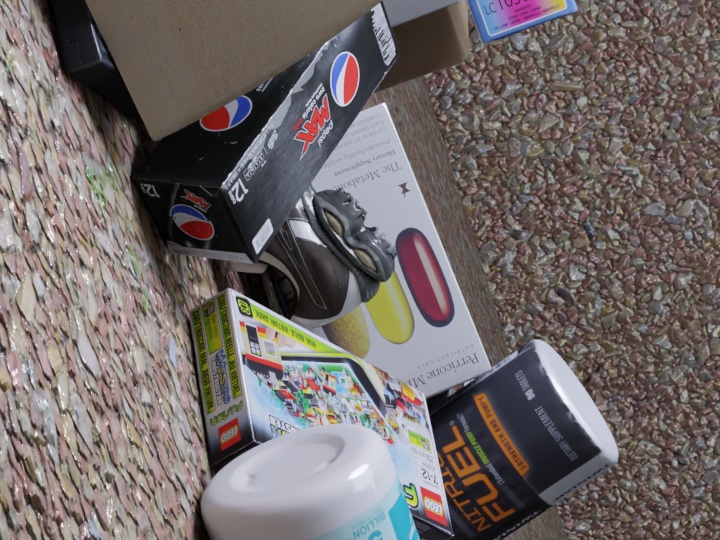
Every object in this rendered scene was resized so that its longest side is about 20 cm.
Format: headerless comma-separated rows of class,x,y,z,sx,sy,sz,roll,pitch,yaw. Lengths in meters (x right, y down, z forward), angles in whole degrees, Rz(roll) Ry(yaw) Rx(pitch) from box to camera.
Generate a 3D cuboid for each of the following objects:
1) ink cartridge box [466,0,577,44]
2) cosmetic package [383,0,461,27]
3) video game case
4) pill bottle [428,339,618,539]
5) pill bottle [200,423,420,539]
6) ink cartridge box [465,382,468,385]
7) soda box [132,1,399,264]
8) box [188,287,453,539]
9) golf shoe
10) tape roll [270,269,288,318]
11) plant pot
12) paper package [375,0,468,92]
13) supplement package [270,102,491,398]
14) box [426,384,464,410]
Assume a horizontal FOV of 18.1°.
ink cartridge box,0.085,-0.272,1.604,0.136,0.076,0.201,-85,153,-77
cosmetic package,-0.035,-0.207,1.602,0.107,0.199,0.090,-91,163,-63
video game case,-0.156,-0.185,1.348,0.200,0.025,0.181,35,39,-78
pill bottle,0.074,0.145,1.602,0.106,0.200,0.106,52,11,-14
pill bottle,-0.009,0.196,1.269,0.111,0.110,0.201,-83,155,-71
ink cartridge box,0.062,0.128,2.002,0.146,0.084,0.200,-100,170,-45
soda box,-0.054,-0.096,1.381,0.200,0.071,0.063,-56,139,-35
box,-0.022,0.096,1.397,0.200,0.035,0.110,30,38,-46
golf shoe,-0.068,-0.050,1.484,0.200,0.094,0.078,49,5,10
tape roll,-0.026,-0.019,1.769,0.200,0.065,0.201,-17,90,-83
plant pot,-0.073,-0.230,1.298,0.200,0.176,0.200,-96,165,-53
paper package,-0.029,-0.234,1.738,0.104,0.190,0.200,-98,167,-51
supplement package,0.000,0.000,1.595,0.110,0.113,0.201,147,-80,-83
box,0.047,0.141,1.741,0.158,0.050,0.201,-33,128,-81
